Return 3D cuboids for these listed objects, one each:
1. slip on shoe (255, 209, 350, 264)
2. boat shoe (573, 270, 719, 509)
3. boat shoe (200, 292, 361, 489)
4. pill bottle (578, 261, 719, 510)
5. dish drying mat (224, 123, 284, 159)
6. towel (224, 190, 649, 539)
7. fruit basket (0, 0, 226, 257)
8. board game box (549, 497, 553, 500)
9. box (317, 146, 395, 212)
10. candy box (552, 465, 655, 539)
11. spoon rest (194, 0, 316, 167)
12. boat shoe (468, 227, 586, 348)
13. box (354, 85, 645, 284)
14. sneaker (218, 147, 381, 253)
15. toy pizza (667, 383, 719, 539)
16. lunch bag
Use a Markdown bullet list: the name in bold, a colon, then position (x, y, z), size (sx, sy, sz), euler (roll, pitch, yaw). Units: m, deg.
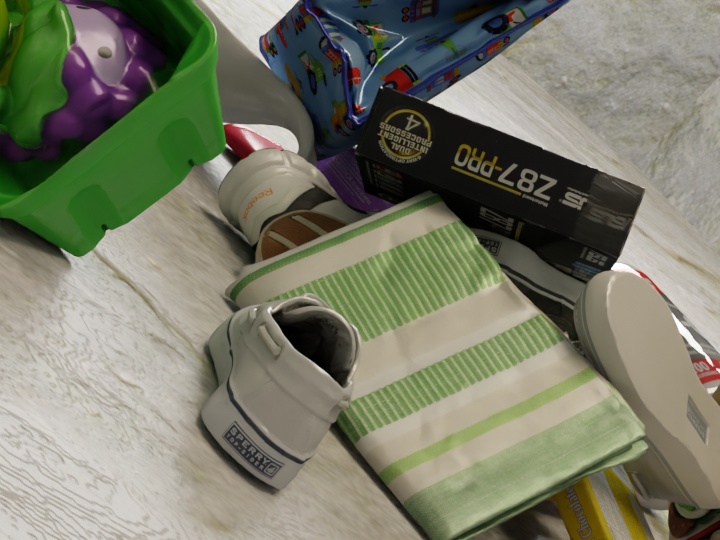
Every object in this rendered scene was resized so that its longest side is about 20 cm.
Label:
- **slip on shoe**: position (0.014, 0.047, 1.490), size (0.200, 0.076, 0.061), euler (39, -32, 24)
- **boat shoe**: position (0.152, 0.069, 1.515), size (0.200, 0.068, 0.072), euler (48, 44, -49)
- **boat shoe**: position (-0.028, 0.046, 1.281), size (0.074, 0.065, 0.200), euler (41, 10, -12)
- **pill bottle**: position (0.186, 0.066, 1.928), size (0.114, 0.114, 0.200), euler (32, 15, -50)
- **dish drying mat**: position (-0.019, -0.023, 1.772), size (0.200, 0.018, 0.077), euler (49, 11, 30)
- **towel**: position (0.040, 0.049, 1.430), size (0.152, 0.023, 0.200), euler (-22, 57, -32)
- **fruit basket**: position (-0.175, -0.123, 1.238), size (0.216, 0.155, 0.216), euler (53, -5, 7)
- **board game box**: position (0.084, 0.094, 1.604), size (0.096, 0.030, 0.200), euler (46, 7, 24)
- **box**: position (0.050, 0.001, 1.803), size (0.200, 0.039, 0.137), euler (44, 5, -40)
- **candy box**: position (0.136, 0.135, 1.517), size (0.102, 0.026, 0.200), euler (41, 22, -46)
- **spoon rest**: position (-0.082, -0.112, 1.732), size (0.200, 0.061, 0.099), euler (54, -21, 37)
- **boat shoe**: position (0.093, 0.027, 1.639), size (0.071, 0.064, 0.200), euler (10, -9, 28)
- **box**: position (0.080, -0.047, 1.587), size (0.161, 0.049, 0.200), euler (21, -4, 3)
- **sneaker**: position (0.000, 0.000, 1.617), size (0.200, 0.074, 0.080), euler (24, 24, -40)
- **toy pizza**: position (0.229, 0.139, 1.581), size (0.032, 0.201, 0.200), euler (12, 23, -24)
- **lunch bag**: position (0.053, -0.152, 1.716), size (0.151, 0.200, 0.094), euler (154, -85, -75)
